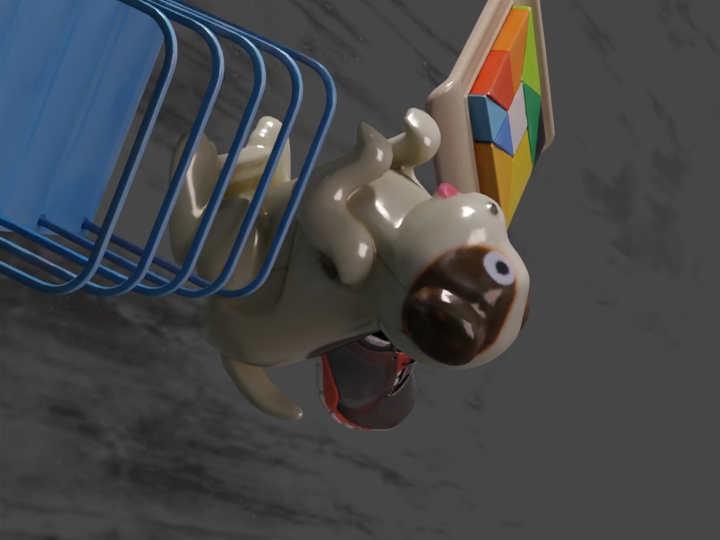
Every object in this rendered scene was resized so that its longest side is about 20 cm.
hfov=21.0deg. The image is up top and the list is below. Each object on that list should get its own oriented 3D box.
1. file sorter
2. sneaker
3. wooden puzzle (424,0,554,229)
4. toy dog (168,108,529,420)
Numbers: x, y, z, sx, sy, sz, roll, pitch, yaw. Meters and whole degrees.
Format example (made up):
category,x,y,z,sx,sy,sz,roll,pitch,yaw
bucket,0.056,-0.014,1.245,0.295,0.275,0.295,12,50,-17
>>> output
category,x,y,z,sx,sy,sz,roll,pitch,yaw
file sorter,-0.112,-0.063,0.904,0.140,0.122,0.200,-67,161,7
sneaker,0.014,0.057,1.328,0.200,0.081,0.078,59,45,-55
wooden puzzle,0.113,-0.118,1.554,0.200,0.037,0.186,-57,147,-43
toy dog,0.000,0.000,1.132,0.139,0.199,0.196,1,96,-65
